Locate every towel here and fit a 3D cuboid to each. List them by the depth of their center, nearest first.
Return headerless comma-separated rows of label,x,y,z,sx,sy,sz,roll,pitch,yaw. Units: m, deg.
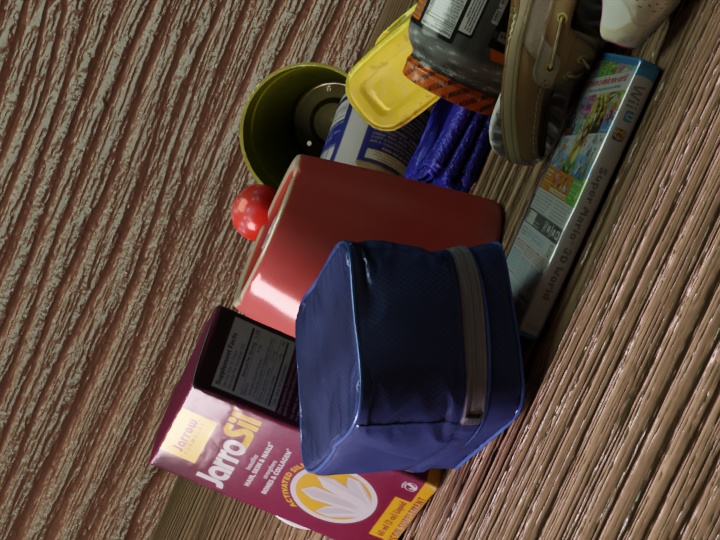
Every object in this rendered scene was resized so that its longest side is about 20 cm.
towel,0.091,-0.135,1.816,0.200,0.049,0.148,161,131,-80

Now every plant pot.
plant pot,0.000,0.000,1.556,0.200,0.177,0.201,-157,90,-84
plant pot,-0.053,-0.203,2.623,0.201,0.200,0.193,-65,-5,14

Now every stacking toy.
stacking toy,-0.029,-0.021,1.738,0.085,0.200,0.086,-157,90,-83

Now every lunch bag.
lunch bag,0.036,0.065,1.267,0.200,0.132,0.136,127,142,-67

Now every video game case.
video game case,0.147,-0.056,1.289,0.143,0.018,0.200,-112,45,-81

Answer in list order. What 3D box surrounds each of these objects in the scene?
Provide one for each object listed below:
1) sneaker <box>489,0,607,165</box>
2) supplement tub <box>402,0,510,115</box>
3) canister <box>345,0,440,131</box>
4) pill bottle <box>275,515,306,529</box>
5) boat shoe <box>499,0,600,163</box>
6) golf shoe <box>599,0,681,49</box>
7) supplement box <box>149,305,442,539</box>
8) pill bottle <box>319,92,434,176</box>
sneaker,0.151,-0.183,1.420,0.082,0.075,0.200,-77,14,-65
supplement tub,0.121,-0.249,1.658,0.123,0.122,0.200,-93,27,-74
canister,0.067,-0.220,1.853,0.148,0.087,0.200,-38,6,20
pill bottle,-0.043,0.153,1.652,0.200,0.114,0.114,-100,33,-76
boat shoe,0.142,-0.170,1.340,0.074,0.066,0.200,-63,-21,-64
golf shoe,0.194,-0.231,1.276,0.200,0.075,0.092,-74,7,-50
supplement box,-0.044,0.124,1.392,0.086,0.200,0.110,-75,11,-45
pill bottle,0.023,-0.142,2.056,0.120,0.119,0.200,123,168,-55
